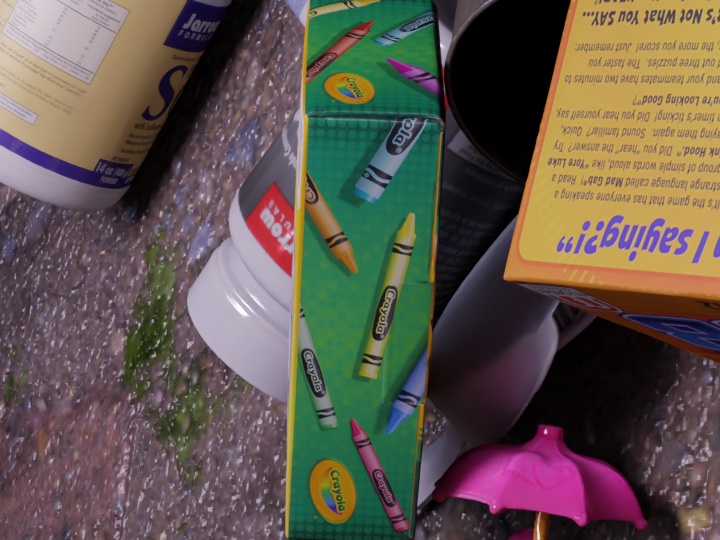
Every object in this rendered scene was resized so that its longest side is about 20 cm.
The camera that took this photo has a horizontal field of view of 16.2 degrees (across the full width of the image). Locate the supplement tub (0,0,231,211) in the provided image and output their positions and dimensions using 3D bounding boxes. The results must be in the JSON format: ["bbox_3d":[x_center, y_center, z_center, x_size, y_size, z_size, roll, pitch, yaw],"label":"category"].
[{"bbox_3d":[-0.156,-0.152,1.445,0.201,0.145,0.145,-59,38,14],"label":"supplement tub"}]

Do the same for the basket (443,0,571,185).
[{"bbox_3d":[0.114,-0.144,1.101,0.136,0.179,0.201,-48,32,39],"label":"basket"}]

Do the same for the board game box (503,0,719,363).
[{"bbox_3d":[0.207,-0.059,0.903,0.199,0.199,0.201,6,79,52],"label":"board game box"}]

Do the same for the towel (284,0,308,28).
[{"bbox_3d":[0.029,-0.162,1.319,0.147,0.024,0.200,-59,36,17],"label":"towel"}]

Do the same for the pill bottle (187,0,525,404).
[{"bbox_3d":[0.008,-0.036,1.212,0.200,0.113,0.114,-53,40,21],"label":"pill bottle"}]

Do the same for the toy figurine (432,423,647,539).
[{"bbox_3d":[0.067,0.164,1.071,0.200,0.149,0.185,116,165,-50],"label":"toy figurine"}]

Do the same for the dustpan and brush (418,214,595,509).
[{"bbox_3d":[0.058,0.047,1.155,0.200,0.057,0.140,-44,16,35],"label":"dustpan and brush"}]

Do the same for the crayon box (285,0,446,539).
[{"bbox_3d":[0.000,0.000,1.061,0.119,0.058,0.201,-91,3,-61],"label":"crayon box"}]
